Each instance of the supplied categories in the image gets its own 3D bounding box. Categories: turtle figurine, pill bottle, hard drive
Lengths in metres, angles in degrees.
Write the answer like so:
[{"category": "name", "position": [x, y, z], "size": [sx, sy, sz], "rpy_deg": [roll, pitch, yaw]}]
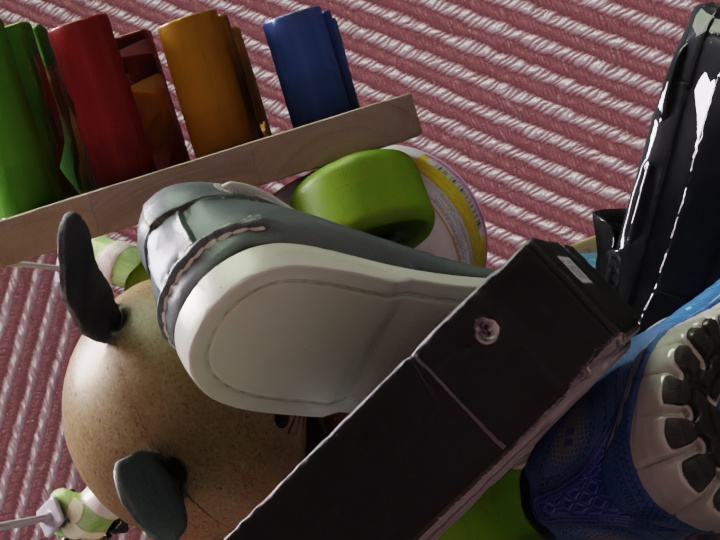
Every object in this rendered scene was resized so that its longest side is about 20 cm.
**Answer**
[{"category": "turtle figurine", "position": [-0.133, 0.064, 0.942], "size": [0.199, 0.144, 0.194], "rpy_deg": [-29, -29, -2]}, {"category": "pill bottle", "position": [0.000, 0.000, 0.857], "size": [0.104, 0.105, 0.200], "rpy_deg": [-25, 3, 13]}, {"category": "hard drive", "position": [-0.006, 0.074, 0.497], "size": [0.200, 0.038, 0.140], "rpy_deg": [-44, -8, 7]}]

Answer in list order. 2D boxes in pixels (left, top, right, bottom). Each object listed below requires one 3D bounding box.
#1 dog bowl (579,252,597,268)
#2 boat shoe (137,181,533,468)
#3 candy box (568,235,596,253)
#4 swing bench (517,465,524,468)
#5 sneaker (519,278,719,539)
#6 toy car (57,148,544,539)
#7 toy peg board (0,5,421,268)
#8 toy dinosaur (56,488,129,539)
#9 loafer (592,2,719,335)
[{"category": "dog bowl", "position": [0.155, 0.033, 0.910], "size": [0.049, 0.112, 0.199], "rpy_deg": [-11, 6, 42]}, {"category": "boat shoe", "position": [0.010, 0.015, 0.585], "size": [0.199, 0.062, 0.073], "rpy_deg": [17, -66, -47]}, {"category": "candy box", "position": [0.156, 0.033, 1.002], "size": [0.199, 0.116, 0.055], "rpy_deg": [-20, -5, -43]}, {"category": "swing bench", "position": [0.005, 0.112, 1.199], "size": [0.199, 0.130, 0.199], "rpy_deg": [-25, -5, 15]}, {"category": "sneaker", "position": [0.113, 0.040, 0.605], "size": [0.089, 0.079, 0.200], "rpy_deg": [-25, -4, 36]}, {"category": "toy car", "position": [-0.040, 0.042, 0.641], "size": [0.157, 0.165, 0.200], "rpy_deg": [-26, -19, 17]}, {"category": "toy peg board", "position": [-0.082, -0.077, 0.805], "size": [0.198, 0.098, 0.200], "rpy_deg": [-17, 5, 2]}, {"category": "toy dinosaur", "position": [-0.165, 0.195, 1.009], "size": [0.136, 0.102, 0.200], "rpy_deg": [-46, 20, 13]}, {"category": "loafer", "position": [0.119, -0.002, 0.689], "size": [0.068, 0.070, 0.202], "rpy_deg": [-5, -60, -49]}]
